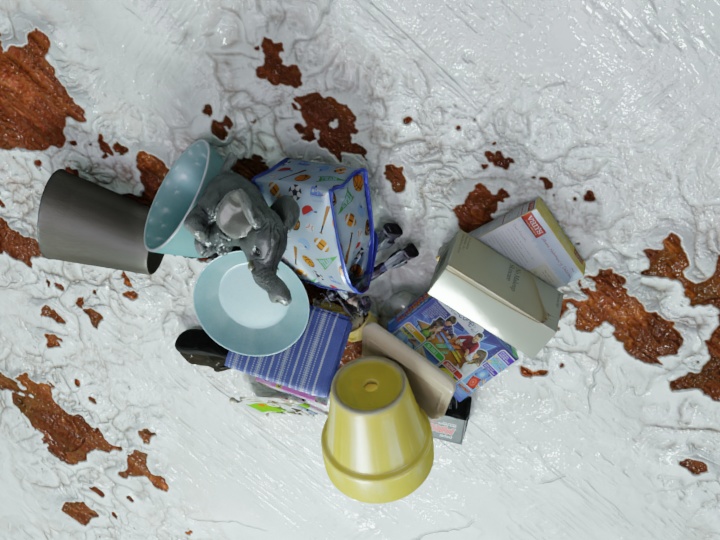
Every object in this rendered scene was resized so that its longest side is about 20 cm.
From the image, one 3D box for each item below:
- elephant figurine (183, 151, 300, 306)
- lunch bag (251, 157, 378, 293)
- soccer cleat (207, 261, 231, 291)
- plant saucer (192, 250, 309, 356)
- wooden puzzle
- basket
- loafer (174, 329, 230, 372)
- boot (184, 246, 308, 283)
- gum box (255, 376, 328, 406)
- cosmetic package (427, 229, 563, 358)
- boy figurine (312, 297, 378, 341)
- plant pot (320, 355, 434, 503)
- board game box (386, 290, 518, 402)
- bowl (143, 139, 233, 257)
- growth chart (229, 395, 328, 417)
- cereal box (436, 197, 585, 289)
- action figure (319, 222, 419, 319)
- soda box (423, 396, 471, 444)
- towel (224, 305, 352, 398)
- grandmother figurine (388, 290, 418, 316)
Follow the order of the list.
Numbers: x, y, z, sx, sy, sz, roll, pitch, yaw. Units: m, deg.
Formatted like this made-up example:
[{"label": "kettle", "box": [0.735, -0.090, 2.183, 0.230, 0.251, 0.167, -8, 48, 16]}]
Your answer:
[{"label": "elephant figurine", "box": [-0.156, -0.064, 1.394, 0.198, 0.141, 0.157, 16, 138, 41]}, {"label": "lunch bag", "box": [-0.066, -0.067, 1.495, 0.168, 0.123, 0.203, 11, 122, 35]}, {"label": "soccer cleat", "box": [-0.232, 0.058, 1.638, 0.064, 0.085, 0.201, 11, 149, 14]}, {"label": "plant saucer", "box": [-0.181, 0.049, 1.563, 0.197, 0.039, 0.204, 3, 119, 5]}, {"label": "wooden puzzle", "box": [0.081, 0.173, 1.611, 0.184, 0.037, 0.201, 35, 159, 12]}, {"label": "basket", "box": [-0.450, -0.074, 1.652, 0.197, 0.137, 0.182, 15, 133, 4]}, {"label": "loafer", "box": [-0.260, 0.158, 1.800, 0.197, 0.074, 0.072, 8, 138, 21]}, {"label": "boot", "box": [-0.205, -0.007, 1.653, 0.198, 0.070, 0.175, -13, 128, 36]}, {"label": "gum box", "box": [-0.114, 0.196, 1.705, 0.112, 0.067, 0.200, 18, 171, 8]}, {"label": "cosmetic package", "box": [0.211, 0.036, 1.451, 0.198, 0.104, 0.073, 30, 129, -5]}, {"label": "boy figurine", "box": [-0.067, 0.102, 1.643, 0.196, 0.126, 0.065, 2, 140, 13]}, {"label": "plant pot", "box": [0.024, 0.257, 1.584, 0.197, 0.202, 0.191, 7, 132, 15]}, {"label": "board game box", "box": [0.158, 0.121, 1.588, 0.135, 0.035, 0.200, -38, 115, 17]}, {"label": "bowl", "box": [-0.263, -0.103, 1.537, 0.104, 0.203, 0.200, 27, 134, -29]}, {"label": "growth chart", "box": [-0.156, 0.266, 1.811, 0.198, 0.018, 0.144, -7, 154, 40]}, {"label": "cereal box", "box": [0.241, -0.015, 1.494, 0.198, 0.040, 0.144, -26, 113, 33]}, {"label": "action figure", "box": [0.000, 0.000, 1.571, 0.199, 0.069, 0.131, -38, 89, 29]}, {"label": "soda box", "box": [0.104, 0.257, 1.736, 0.197, 0.064, 0.072, 12, 129, 11]}, {"label": "towel", "box": [-0.124, 0.124, 1.606, 0.197, 0.147, 0.024, 16, 172, 14]}, {"label": "grandmother figurine", "box": [0.103, 0.118, 1.636, 0.119, 0.061, 0.202, -14, 123, 18]}]
